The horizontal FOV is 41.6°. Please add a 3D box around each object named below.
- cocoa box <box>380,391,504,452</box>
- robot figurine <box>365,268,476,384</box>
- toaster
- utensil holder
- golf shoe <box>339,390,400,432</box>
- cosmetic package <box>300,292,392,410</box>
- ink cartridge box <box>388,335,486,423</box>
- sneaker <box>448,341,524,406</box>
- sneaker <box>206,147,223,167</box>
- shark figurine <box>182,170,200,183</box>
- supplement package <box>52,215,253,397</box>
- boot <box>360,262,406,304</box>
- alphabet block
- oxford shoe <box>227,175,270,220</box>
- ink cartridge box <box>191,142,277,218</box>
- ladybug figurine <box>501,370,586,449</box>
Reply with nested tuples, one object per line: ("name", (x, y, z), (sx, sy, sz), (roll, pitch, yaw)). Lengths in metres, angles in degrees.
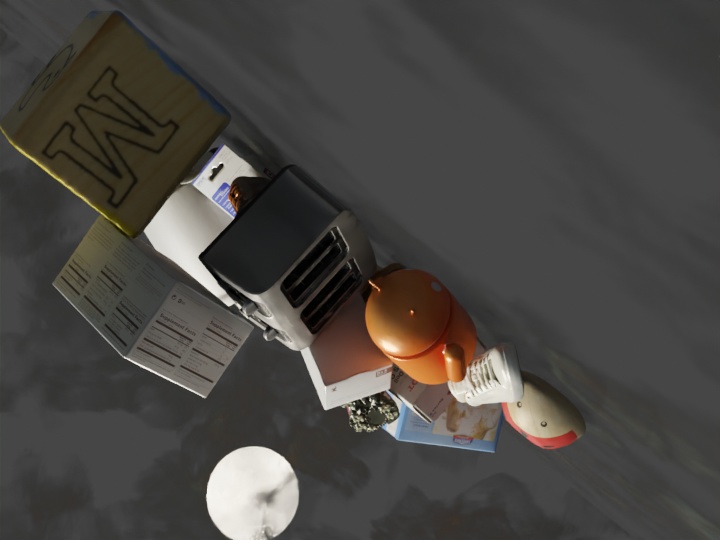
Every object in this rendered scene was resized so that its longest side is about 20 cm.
("cocoa box", (0.136, 0.221, 1.629), (0.197, 0.135, 0.131), (11, -175, -24))
("robot figurine", (0.079, 0.072, 1.207), (0.200, 0.115, 0.146), (45, -144, -52))
("toaster", (-0.082, -0.017, 1.204), (0.118, 0.200, 0.181), (37, 167, 27))
("utensil holder", (-0.251, -0.062, 1.517), (0.201, 0.169, 0.170), (58, 167, -23))
("golf shoe", (0.003, 0.171, 1.388), (0.201, 0.076, 0.089), (60, -168, -54))
("cosmetic package", (-0.038, 0.079, 1.295), (0.074, 0.100, 0.202), (92, 158, -54))
("ink cartridge box", (0.072, 0.114, 1.452), (0.199, 0.146, 0.088), (35, 175, 37))
("sneaker", (0.163, 0.148, 1.256), (0.200, 0.083, 0.074), (96, 162, -71))
("sneaker", (-0.210, -0.144, 1.641), (0.201, 0.068, 0.108), (39, 173, -34))
("shark figurine", (-0.302, -0.205, 1.411), (0.126, 0.218, 0.089), (-5, 159, 29))
("supplement package", (-0.263, 0.045, 1.206), (0.199, 0.112, 0.155), (34, 178, 40))
("boot", (0.000, 0.000, 1.385), (0.145, 0.070, 0.202), (64, 156, 24))
("alphabet block", (-0.316, -0.190, 1.213), (0.196, 0.201, 0.195), (41, 174, -27))
("oxford shoe", (-0.153, -0.085, 1.290), (0.072, 0.072, 0.200), (27, -166, -2))
("ink cartridge box", (-0.148, -0.101, 1.417), (0.199, 0.095, 0.037), (39, -146, -13))
("ladybug figurine", (0.257, 0.207, 1.369), (0.135, 0.072, 0.200), (36, 175, 21))
